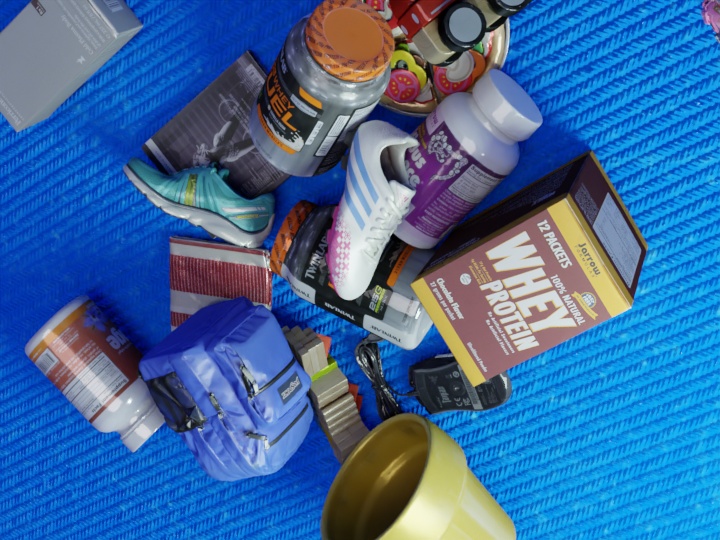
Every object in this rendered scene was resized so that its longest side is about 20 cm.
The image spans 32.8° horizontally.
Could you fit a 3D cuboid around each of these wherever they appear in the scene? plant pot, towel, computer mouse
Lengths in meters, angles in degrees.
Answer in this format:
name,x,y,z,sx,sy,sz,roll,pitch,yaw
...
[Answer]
name,x,y,z,sx,sy,sz,roll,pitch,yaw
plant pot,0.082,0.308,1.501,0.188,0.202,0.200,39,118,-22
towel,-0.182,0.058,1.593,0.142,0.023,0.202,7,110,17
computer mouse,0.090,0.114,1.511,0.199,0.046,0.141,-18,105,34

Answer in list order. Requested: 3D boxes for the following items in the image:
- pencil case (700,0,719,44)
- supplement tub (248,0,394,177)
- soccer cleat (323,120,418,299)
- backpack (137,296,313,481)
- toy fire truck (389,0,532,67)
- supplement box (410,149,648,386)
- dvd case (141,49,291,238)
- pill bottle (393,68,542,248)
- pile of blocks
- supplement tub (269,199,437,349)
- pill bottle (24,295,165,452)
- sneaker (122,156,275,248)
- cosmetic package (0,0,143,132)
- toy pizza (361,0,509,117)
name,x,y,z,sx,sy,sz,roll,pitch,yaw
pencil case,0.435,-0.301,1.222,0.200,0.086,0.083,-46,59,26
supplement tub,-0.042,-0.203,1.356,0.122,0.123,0.200,39,145,2
soccer cleat,0.015,-0.061,1.334,0.086,0.070,0.202,14,103,32
backpack,-0.149,0.155,1.499,0.167,0.162,0.202,-13,109,43
toy fire truck,0.096,-0.341,1.258,0.176,0.129,0.201,-38,95,-11
supplement box,0.190,-0.006,1.344,0.196,0.200,0.134,-30,98,25
dvd case,-0.159,-0.152,1.512,0.199,0.016,0.149,-36,96,26
pill bottle,0.107,-0.127,1.377,0.112,0.112,0.200,44,116,-1
pile of blocks,-0.038,0.149,1.566,0.062,0.082,0.202,-28,113,-18
supplement tub,0.000,0.000,1.451,0.198,0.122,0.124,25,115,12
pill bottle,-0.340,0.140,1.626,0.200,0.112,0.112,47,116,-3
sneaker,-0.196,-0.097,1.509,0.198,0.078,0.080,24,96,4
cosmetic package,-0.376,-0.274,1.504,0.199,0.090,0.107,-38,97,23
toy pizza,0.067,-0.263,1.367,0.198,0.032,0.202,5,118,9
